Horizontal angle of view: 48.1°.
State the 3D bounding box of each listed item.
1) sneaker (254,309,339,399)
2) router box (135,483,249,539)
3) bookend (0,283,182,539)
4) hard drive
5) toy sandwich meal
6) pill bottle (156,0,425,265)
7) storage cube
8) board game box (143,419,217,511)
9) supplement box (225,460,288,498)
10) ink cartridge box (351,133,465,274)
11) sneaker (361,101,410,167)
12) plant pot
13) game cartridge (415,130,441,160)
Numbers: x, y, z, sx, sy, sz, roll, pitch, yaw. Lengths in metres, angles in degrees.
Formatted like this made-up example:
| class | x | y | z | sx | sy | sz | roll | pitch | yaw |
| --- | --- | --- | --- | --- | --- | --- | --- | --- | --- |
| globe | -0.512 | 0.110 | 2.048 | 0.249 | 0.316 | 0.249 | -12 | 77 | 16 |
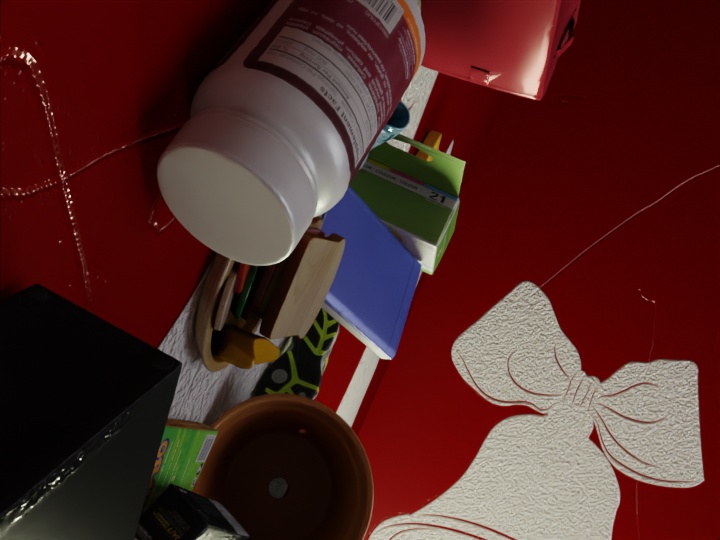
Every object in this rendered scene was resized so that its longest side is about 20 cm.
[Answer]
| class | x | y | z | sx | sy | sz | roll | pitch | yaw |
| --- | --- | --- | --- | --- | --- | --- | --- | --- | --- |
| sneaker | -0.079 | 0.140 | 1.056 | 0.077 | 0.074 | 0.201 | 101 | 16 | -49 |
| router box | -0.179 | 0.266 | 0.703 | 0.149 | 0.051 | 0.201 | -45 | 164 | -14 |
| bookend | -0.186 | 0.141 | 0.355 | 0.199 | 0.091 | 0.203 | -46 | 159 | -63 |
| hard drive | 0.000 | 0.000 | 0.944 | 0.200 | 0.025 | 0.134 | 44 | 57 | -44 |
| toy sandwich meal | -0.080 | 0.014 | 0.745 | 0.205 | 0.069 | 0.208 | 23 | 89 | -81 |
| pill bottle | -0.041 | -0.108 | 0.532 | 0.115 | 0.113 | 0.202 | 101 | 15 | -54 |
| storage cube | 0.182 | -0.357 | 1.017 | 0.181 | 0.197 | 0.173 | 86 | 29 | -58 |
| board game box | -0.178 | 0.181 | 0.714 | 0.200 | 0.030 | 0.097 | 82 | 31 | -78 |
| supplement box | -0.133 | 0.343 | 1.051 | 0.199 | 0.131 | 0.202 | 100 | 16 | -55 |
| ink cartridge box | 0.043 | -0.088 | 0.989 | 0.077 | 0.146 | 0.200 | -62 | 169 | -15 |
| sneaker | 0.008 | -0.148 | 0.833 | 0.075 | 0.081 | 0.200 | -63 | 170 | -18 |
| plant pot | -0.089 | 0.244 | 0.895 | 0.140 | 0.197 | 0.203 | 113 | 2 | -76 |
| game cartridge | 0.105 | -0.152 | 1.579 | 0.201 | 0.032 | 0.178 | 103 | 13 | -52 |
